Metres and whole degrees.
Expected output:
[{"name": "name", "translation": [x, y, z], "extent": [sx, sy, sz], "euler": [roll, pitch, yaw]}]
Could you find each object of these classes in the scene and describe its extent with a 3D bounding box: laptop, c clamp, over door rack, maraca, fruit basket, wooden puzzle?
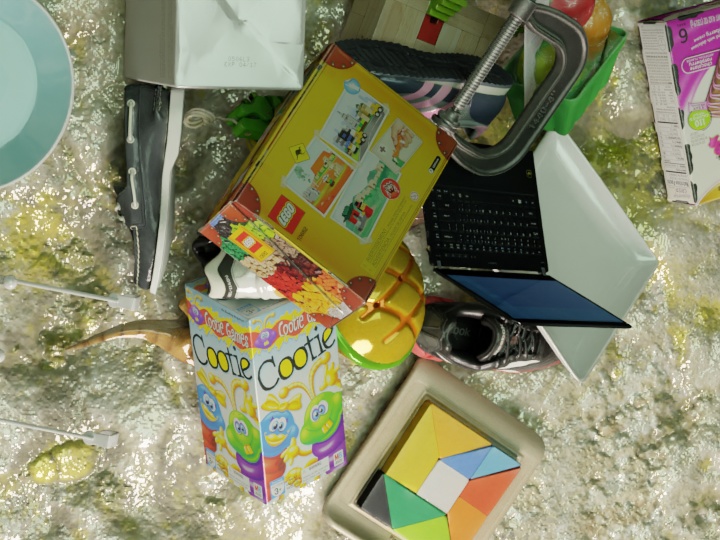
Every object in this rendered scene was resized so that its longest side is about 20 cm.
[{"name": "laptop", "translation": [0.155, -0.036, 1.723], "extent": [0.176, 0.103, 0.202], "euler": [4, 76, -46]}, {"name": "c clamp", "translation": [0.132, -0.186, 1.680], "extent": [0.170, 0.027, 0.201], "euler": [17, 110, -40]}, {"name": "over door rack", "translation": [-0.309, 0.079, 1.664], "extent": [0.198, 0.067, 0.149], "euler": [10, 94, -12]}, {"name": "maraca", "translation": [0.000, 0.000, 1.774], "extent": [0.137, 0.107, 0.202], "euler": [-8, 80, -49]}, {"name": "fruit basket", "translation": [0.197, -0.247, 1.780], "extent": [0.185, 0.093, 0.201], "euler": [-50, 144, -37]}, {"name": "wooden puzzle", "translation": [0.081, 0.218, 1.871], "extent": [0.184, 0.037, 0.201], "euler": [35, 84, -22]}]

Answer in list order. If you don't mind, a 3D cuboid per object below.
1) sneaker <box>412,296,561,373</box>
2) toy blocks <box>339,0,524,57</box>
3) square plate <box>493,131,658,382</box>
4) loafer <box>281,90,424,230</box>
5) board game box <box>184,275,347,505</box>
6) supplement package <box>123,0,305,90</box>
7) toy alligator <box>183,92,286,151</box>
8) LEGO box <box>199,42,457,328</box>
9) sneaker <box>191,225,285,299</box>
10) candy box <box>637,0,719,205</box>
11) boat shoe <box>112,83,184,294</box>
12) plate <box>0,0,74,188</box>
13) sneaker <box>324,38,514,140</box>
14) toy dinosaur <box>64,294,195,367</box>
[{"name": "sneaker", "translation": [0.143, 0.071, 1.844], "extent": [0.199, 0.098, 0.072], "euler": [8, 92, -24]}, {"name": "toy blocks", "translation": [0.053, -0.210, 1.771], "extent": [0.199, 0.100, 0.138], "euler": [16, 99, -38]}, {"name": "square plate", "translation": [0.209, -0.019, 1.859], "extent": [0.200, 0.028, 0.198], "euler": [52, 52, -17]}, {"name": "loafer", "translation": [0.008, -0.114, 1.715], "extent": [0.200, 0.071, 0.074], "euler": [36, 58, -32]}, {"name": "board game box", "translation": [-0.088, 0.100, 1.711], "extent": [0.104, 0.103, 0.202], "euler": [-24, 123, -34]}, {"name": "supplement package", "translation": [-0.136, -0.228, 1.634], "extent": [0.120, 0.200, 0.121], "euler": [-1, 98, -21]}, {"name": "toy alligator", "translation": [-0.090, -0.147, 1.731], "extent": [0.199, 0.059, 0.055], "euler": [13, 53, -40]}, {"name": "LEGO box", "translation": [-0.026, -0.076, 1.598], "extent": [0.149, 0.077, 0.201], "euler": [37, 59, -10]}, {"name": "sneaker", "translation": [-0.116, -0.040, 1.680], "extent": [0.087, 0.200, 0.076], "euler": [-8, 119, -3]}, {"name": "candy box", "translation": [0.383, -0.184, 1.925], "extent": [0.135, 0.061, 0.202], "euler": [-17, 104, -20]}, {"name": "boat shoe", "translation": [-0.204, -0.078, 1.701], "extent": [0.060, 0.076, 0.202], "euler": [7, 101, -3]}, {"name": "plate", "translation": [-0.362, -0.171, 1.646], "extent": [0.198, 0.026, 0.202], "euler": [-3, 99, -22]}, {"name": "sneaker", "translation": [0.048, -0.165, 1.705], "extent": [0.198, 0.070, 0.082], "euler": [7, 124, -26]}, {"name": "toy dinosaur", "translation": [-0.170, 0.062, 1.736], "extent": [0.199, 0.060, 0.107], "euler": [21, 91, -23]}]
